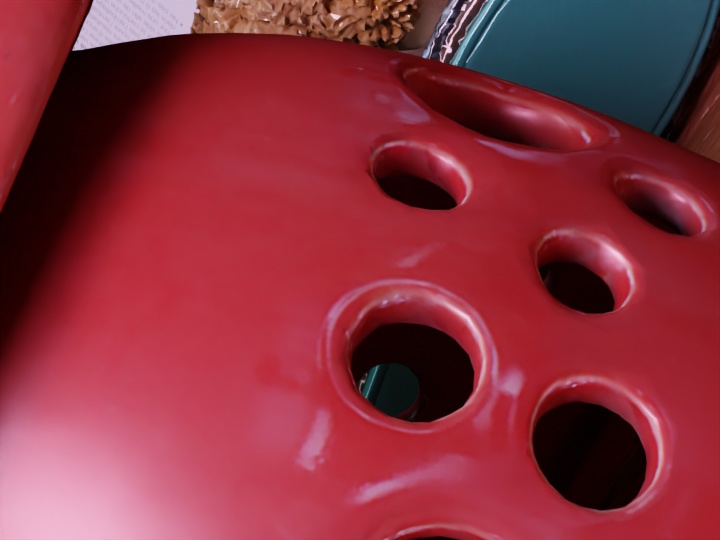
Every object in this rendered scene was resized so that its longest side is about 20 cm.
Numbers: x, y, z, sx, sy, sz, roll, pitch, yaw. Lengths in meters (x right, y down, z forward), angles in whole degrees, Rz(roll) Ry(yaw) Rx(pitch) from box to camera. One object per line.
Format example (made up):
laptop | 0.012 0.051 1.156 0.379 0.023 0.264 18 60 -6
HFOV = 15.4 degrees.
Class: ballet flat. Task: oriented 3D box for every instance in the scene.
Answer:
ballet flat | 0.032 -0.023 0.692 0.201 0.074 0.074 -63 8 9

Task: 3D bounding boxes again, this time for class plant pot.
plant pot | -0.027 0.049 0.499 0.200 0.182 0.201 -158 90 -83

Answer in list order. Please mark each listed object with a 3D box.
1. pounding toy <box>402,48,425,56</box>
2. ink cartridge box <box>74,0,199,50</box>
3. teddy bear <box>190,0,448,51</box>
pounding toy | 0.043 -0.159 0.903 0.200 0.141 0.185 -84 5 -73
ink cartridge box | -0.118 -0.108 0.841 0.041 0.199 0.201 -34 -22 -43
teddy bear | -0.024 -0.022 0.709 0.145 0.066 0.201 84 -154 -72
